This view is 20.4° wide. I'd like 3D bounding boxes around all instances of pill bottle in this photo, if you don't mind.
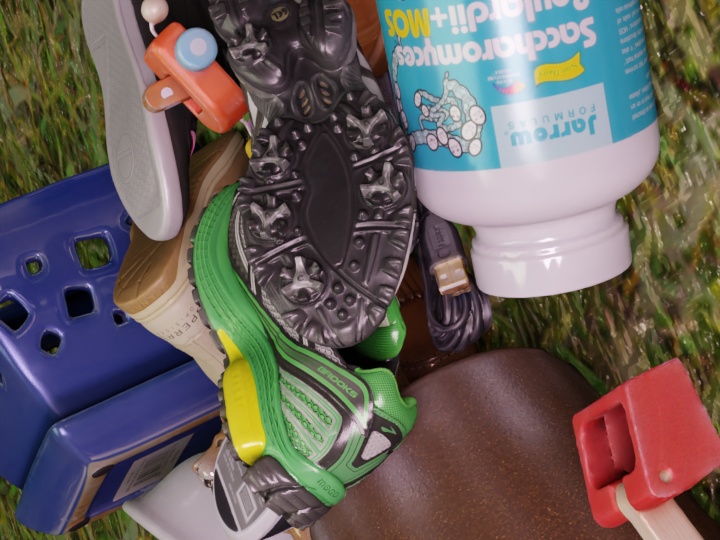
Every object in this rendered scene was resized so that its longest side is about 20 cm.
[{"bbox_3d":[0.066,-0.094,0.849,0.111,0.110,0.201,15,120,61],"label":"pill bottle"}]

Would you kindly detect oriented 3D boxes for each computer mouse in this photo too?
[{"bbox_3d":[-0.005,0.051,0.953,0.200,0.044,0.110,-54,37,25],"label":"computer mouse"}]

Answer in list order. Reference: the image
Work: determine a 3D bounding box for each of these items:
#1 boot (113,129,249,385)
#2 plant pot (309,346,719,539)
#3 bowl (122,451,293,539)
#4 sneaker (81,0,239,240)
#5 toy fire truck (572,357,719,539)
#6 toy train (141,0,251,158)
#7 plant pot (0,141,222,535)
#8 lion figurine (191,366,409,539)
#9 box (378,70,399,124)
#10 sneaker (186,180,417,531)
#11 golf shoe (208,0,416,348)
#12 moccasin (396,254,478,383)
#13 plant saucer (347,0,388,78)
[{"bbox_3d":[-0.065,0.012,1.215,0.155,0.073,0.200,46,-157,-19],"label":"boot"},{"bbox_3d":[0.085,0.154,0.882,0.199,0.199,0.201,55,150,38],"label":"plant pot"},{"bbox_3d":[-0.039,0.166,1.214,0.201,0.091,0.201,35,172,5],"label":"bowl"},{"bbox_3d":[-0.099,-0.102,1.177,0.071,0.099,0.201,-57,39,45],"label":"sneaker"},{"bbox_3d":[0.176,0.118,0.727,0.201,0.140,0.049,67,154,12],"label":"toy fire truck"},{"bbox_3d":[-0.063,-0.078,1.037,0.150,0.056,0.200,48,168,-11],"label":"toy train"},{"bbox_3d":[-0.174,0.055,1.347,0.180,0.199,0.200,58,152,14],"label":"plant pot"},{"bbox_3d":[-0.010,0.090,1.041,0.200,0.072,0.123,-44,54,42],"label":"lion figurine"},{"bbox_3d":[-0.018,-0.164,1.057,0.137,0.039,0.201,2,108,63],"label":"box"},{"bbox_3d":[-0.019,0.023,0.897,0.078,0.085,0.201,46,-164,-40],"label":"sneaker"},{"bbox_3d":[-0.011,-0.042,0.865,0.095,0.077,0.201,67,-168,-54],"label":"golf shoe"},{"bbox_3d":[0.002,-0.001,1.097,0.202,0.073,0.078,-125,19,-51],"label":"moccasin"},{"bbox_3d":[-0.027,-0.186,0.981,0.200,0.032,0.201,41,141,45],"label":"plant saucer"}]
